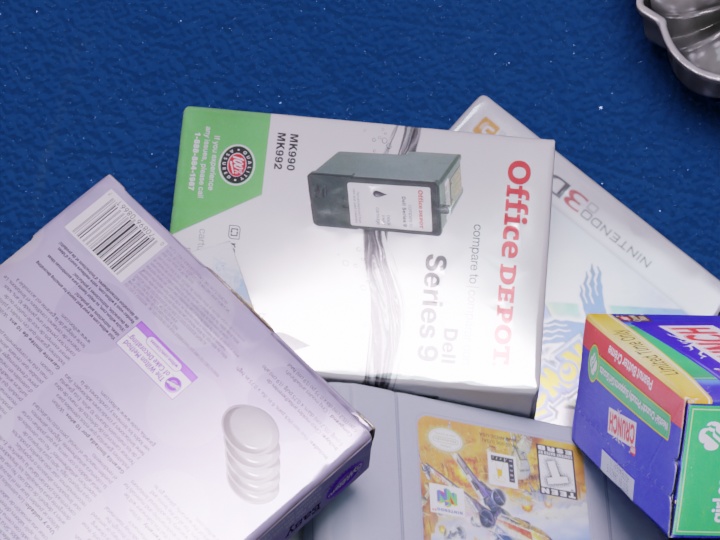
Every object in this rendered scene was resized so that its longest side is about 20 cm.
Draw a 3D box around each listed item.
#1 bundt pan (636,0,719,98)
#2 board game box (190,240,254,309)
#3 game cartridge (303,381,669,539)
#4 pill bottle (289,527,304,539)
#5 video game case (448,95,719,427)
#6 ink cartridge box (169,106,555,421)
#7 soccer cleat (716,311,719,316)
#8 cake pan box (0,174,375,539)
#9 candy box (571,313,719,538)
[{"bbox_3d":[0.243,-0.166,1.585,0.201,0.076,0.202,0,72,0],"label":"bundt pan"},{"bbox_3d":[-0.138,0.077,1.401,0.200,0.034,0.135,-17,67,-9],"label":"board game box"},{"bbox_3d":[0.067,0.134,1.442,0.200,0.042,0.133,12,48,-20],"label":"game cartridge"},{"bbox_3d":[-0.090,0.158,1.452,0.200,0.120,0.120,25,73,9],"label":"pill bottle"},{"bbox_3d":[0.072,0.031,1.547,0.182,0.022,0.200,39,76,12],"label":"video game case"},{"bbox_3d":[0.000,0.000,1.502,0.200,0.084,0.146,5,71,1],"label":"ink cartridge box"},{"bbox_3d":[0.238,0.017,1.537,0.200,0.068,0.081,-26,52,-6],"label":"soccer cleat"},{"bbox_3d":[-0.126,0.076,1.356,0.200,0.052,0.184,42,69,15],"label":"cake pan box"},{"bbox_3d":[0.223,0.075,1.409,0.200,0.169,0.077,0,104,-13],"label":"candy box"}]
